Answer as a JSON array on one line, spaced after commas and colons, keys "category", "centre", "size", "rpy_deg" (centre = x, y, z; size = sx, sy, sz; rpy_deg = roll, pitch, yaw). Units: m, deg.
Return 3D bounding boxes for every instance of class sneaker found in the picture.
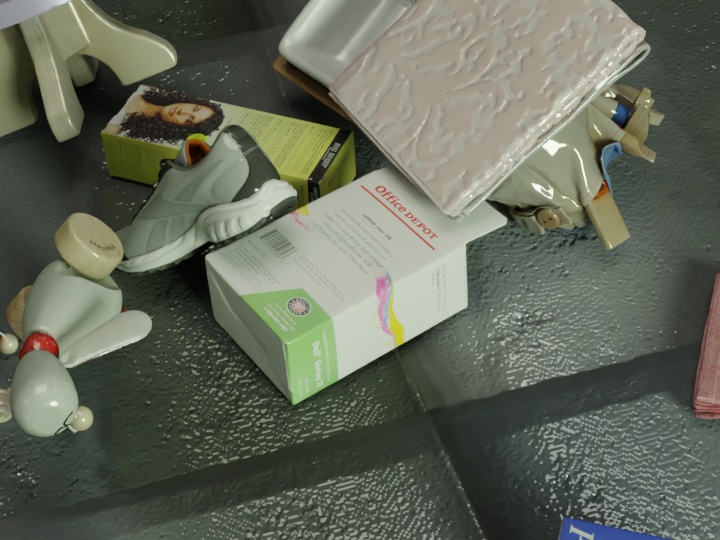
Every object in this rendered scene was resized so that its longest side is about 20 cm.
[{"category": "sneaker", "centre": [-0.126, -0.051, 1.057], "size": [0.199, 0.080, 0.074], "rpy_deg": [-22, 8, 46]}]

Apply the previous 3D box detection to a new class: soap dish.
[{"category": "soap dish", "centre": [0.042, -0.183, 1.198], "size": [0.200, 0.081, 0.158], "rpy_deg": [37, 89, 34]}]

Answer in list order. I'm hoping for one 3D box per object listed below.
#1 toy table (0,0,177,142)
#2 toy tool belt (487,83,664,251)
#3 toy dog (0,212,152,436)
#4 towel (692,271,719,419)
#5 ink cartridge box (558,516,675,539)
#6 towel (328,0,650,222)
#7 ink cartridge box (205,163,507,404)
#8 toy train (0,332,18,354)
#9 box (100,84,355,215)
[{"category": "toy table", "centre": [-0.264, -0.193, 1.209], "size": [0.198, 0.118, 0.184], "rpy_deg": [-15, 27, 15]}, {"category": "toy tool belt", "centre": [0.181, -0.109, 1.143], "size": [0.122, 0.125, 0.201], "rpy_deg": [32, 49, -4]}, {"category": "toy dog", "centre": [-0.192, 0.055, 0.993], "size": [0.096, 0.132, 0.201], "rpy_deg": [30, 44, -22]}, {"category": "towel", "centre": [0.338, 0.068, 0.998], "size": [0.198, 0.023, 0.145], "rpy_deg": [12, 43, 13]}, {"category": "ink cartridge box", "centre": [0.143, 0.239, 0.810], "size": [0.093, 0.044, 0.201], "rpy_deg": [9, 45, 11]}, {"category": "towel", "centre": [0.091, -0.154, 1.079], "size": [0.200, 0.032, 0.191], "rpy_deg": [-42, 49, 3]}, {"category": "ink cartridge box", "centre": [0.000, 0.000, 1.054], "size": [0.199, 0.068, 0.117], "rpy_deg": [-28, 47, -23]}, {"category": "toy train", "centre": [-0.316, 0.070, 0.976], "size": [0.149, 0.056, 0.201], "rpy_deg": [16, 44, -15]}, {"category": "box", "centre": [-0.108, -0.096, 1.176], "size": [0.198, 0.050, 0.076], "rpy_deg": [13, 45, 16]}]
